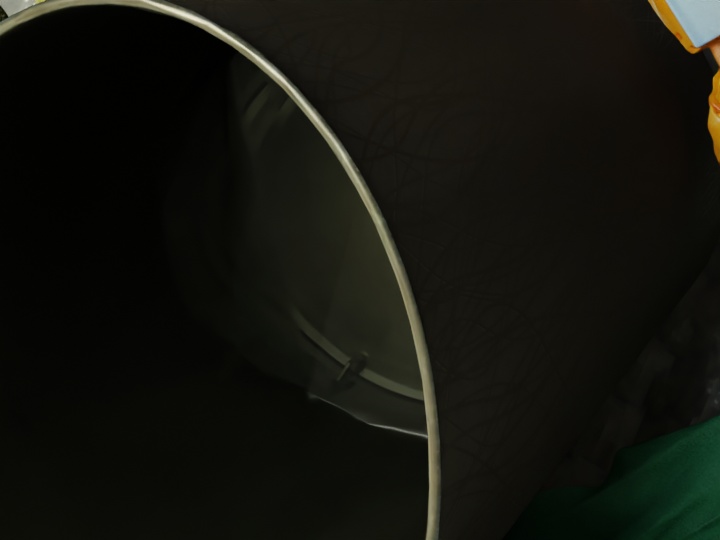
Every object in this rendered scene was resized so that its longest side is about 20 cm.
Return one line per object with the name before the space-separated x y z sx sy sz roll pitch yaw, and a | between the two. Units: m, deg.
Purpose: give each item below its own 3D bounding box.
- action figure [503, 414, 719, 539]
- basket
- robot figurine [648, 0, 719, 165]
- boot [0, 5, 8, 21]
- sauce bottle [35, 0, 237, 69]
action figure | 0.097 0.079 0.748 0.200 0.055 0.118 -43 64 27
basket | 0.000 0.000 0.676 0.136 0.200 0.180 11 113 25
robot figurine | 0.088 -0.118 0.727 0.058 0.145 0.200 -32 76 31
boot | -0.119 0.033 0.696 0.079 0.158 0.211 -5 103 22
sauce bottle | -0.047 -0.080 0.721 0.066 0.066 0.200 57 154 23
